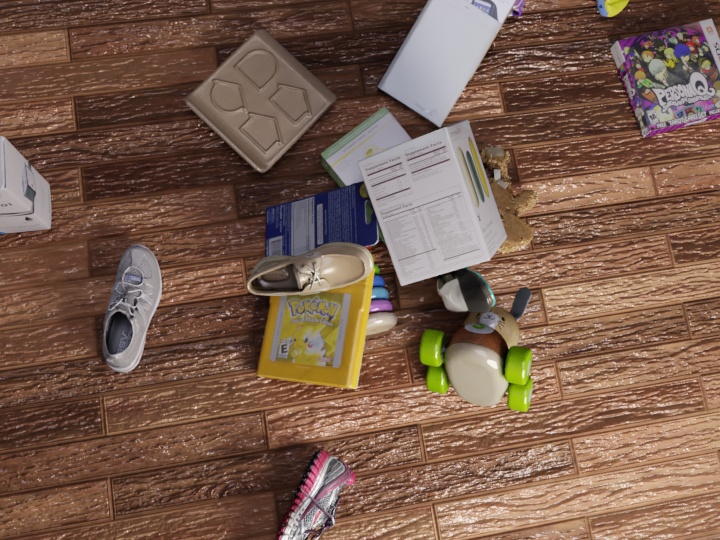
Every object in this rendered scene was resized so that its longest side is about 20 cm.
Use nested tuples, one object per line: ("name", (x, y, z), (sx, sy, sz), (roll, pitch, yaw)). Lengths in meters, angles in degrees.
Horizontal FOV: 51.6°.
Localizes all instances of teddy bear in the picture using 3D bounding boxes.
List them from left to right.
("teddy bear", (0.225, -0.121, 1.271), (0.144, 0.067, 0.201), (-27, 76, -19))

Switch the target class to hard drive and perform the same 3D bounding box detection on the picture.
("hard drive", (0.136, -0.370, 1.289), (0.131, 0.026, 0.201), (32, 98, 2))

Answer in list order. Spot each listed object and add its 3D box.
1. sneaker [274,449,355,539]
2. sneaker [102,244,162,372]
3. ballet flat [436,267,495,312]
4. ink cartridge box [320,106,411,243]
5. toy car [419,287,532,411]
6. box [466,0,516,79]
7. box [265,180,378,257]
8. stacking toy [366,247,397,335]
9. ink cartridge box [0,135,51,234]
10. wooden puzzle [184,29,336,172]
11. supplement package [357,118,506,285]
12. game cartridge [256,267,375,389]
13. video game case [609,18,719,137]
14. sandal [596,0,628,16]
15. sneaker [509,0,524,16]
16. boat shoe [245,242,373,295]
("sneaker", (-0.077, 0.378, 1.129), (0.074, 0.081, 0.202), (27, 77, -2))
("sneaker", (-0.357, 0.056, 1.163), (0.074, 0.082, 0.203), (5, 78, -4))
("ballet flat", (0.158, 0.032, 1.168), (0.068, 0.200, 0.069), (-23, 101, 2))
("ink cartridge box", (0.046, -0.155, 1.263), (0.145, 0.048, 0.201), (-37, 82, -12))
("toy car", (0.203, 0.098, 1.186), (0.162, 0.159, 0.201), (9, 54, 21))
("box", (0.184, -0.434, 1.312), (0.118, 0.041, 0.201), (31, 99, 2))
("box", (-0.060, -0.066, 1.185), (0.198, 0.032, 0.123), (-13, 62, 21))
("stacking toy", (0.000, 0.000, 1.213), (0.084, 0.085, 0.203), (-10, 76, -7))
("ink cartridge box", (-0.569, -0.120, 1.118), (0.144, 0.200, 0.087), (-7, 79, -6))
("wooden puzzle", (-0.169, -0.287, 1.271), (0.185, 0.046, 0.200), (43, 74, 3))
("supplement package", (0.116, -0.108, 1.155), (0.149, 0.152, 0.202), (-17, 98, 24))
("game cartridge", (-0.071, 0.076, 1.171), (0.174, 0.032, 0.203), (2, 77, 27))
("video game case", (0.578, -0.352, 1.357), (0.197, 0.036, 0.184), (-14, 79, -8))
("sandal", (0.445, -0.569, 1.369), (0.079, 0.087, 0.203), (-12, 99, -30))
("sneaker", (0.306, -0.520, 1.352), (0.198, 0.073, 0.116), (-10, 84, 2))
("boat shoe", (-0.078, 0.006, 1.125), (0.197, 0.065, 0.073), (-6, 111, 18))
